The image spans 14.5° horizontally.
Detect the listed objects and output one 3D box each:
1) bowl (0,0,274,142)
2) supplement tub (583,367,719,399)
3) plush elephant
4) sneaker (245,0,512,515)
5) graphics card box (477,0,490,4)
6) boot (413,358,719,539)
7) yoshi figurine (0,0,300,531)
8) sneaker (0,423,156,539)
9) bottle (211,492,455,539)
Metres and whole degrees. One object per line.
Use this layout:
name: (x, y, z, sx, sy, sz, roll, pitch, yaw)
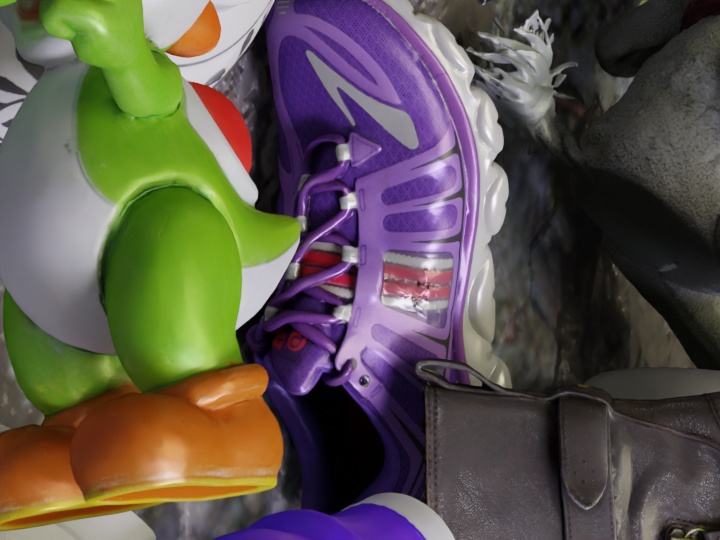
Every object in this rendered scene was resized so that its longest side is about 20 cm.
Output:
bowl: (-0.073, -0.117, 0.801, 0.201, 0.094, 0.201, -7, 98, -54)
supplement tub: (0.135, 0.147, 1.065, 0.145, 0.145, 0.200, 24, 73, -53)
plush elephant: (0.152, -0.067, 1.052, 0.200, 0.165, 0.155, 41, 74, -8)
sneaker: (0.000, 0.000, 0.928, 0.083, 0.081, 0.200, -25, 112, -44)
graphics card box: (0.009, -0.191, 0.867, 0.125, 0.051, 0.200, 48, 20, -46)
boot: (0.103, 0.118, 0.914, 0.069, 0.174, 0.200, 91, -9, -86)
yoshi figurine: (-0.080, -0.040, 0.689, 0.112, 0.112, 0.200, 45, 38, -80)
sneaker: (-0.141, 0.082, 0.750, 0.200, 0.074, 0.116, 34, 76, -51)
bottle: (-0.043, 0.115, 0.815, 0.200, 0.084, 0.065, -22, 74, -52)
